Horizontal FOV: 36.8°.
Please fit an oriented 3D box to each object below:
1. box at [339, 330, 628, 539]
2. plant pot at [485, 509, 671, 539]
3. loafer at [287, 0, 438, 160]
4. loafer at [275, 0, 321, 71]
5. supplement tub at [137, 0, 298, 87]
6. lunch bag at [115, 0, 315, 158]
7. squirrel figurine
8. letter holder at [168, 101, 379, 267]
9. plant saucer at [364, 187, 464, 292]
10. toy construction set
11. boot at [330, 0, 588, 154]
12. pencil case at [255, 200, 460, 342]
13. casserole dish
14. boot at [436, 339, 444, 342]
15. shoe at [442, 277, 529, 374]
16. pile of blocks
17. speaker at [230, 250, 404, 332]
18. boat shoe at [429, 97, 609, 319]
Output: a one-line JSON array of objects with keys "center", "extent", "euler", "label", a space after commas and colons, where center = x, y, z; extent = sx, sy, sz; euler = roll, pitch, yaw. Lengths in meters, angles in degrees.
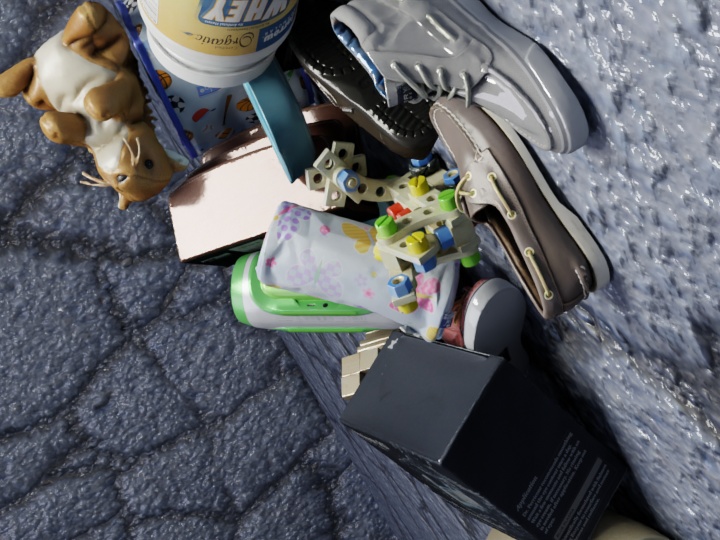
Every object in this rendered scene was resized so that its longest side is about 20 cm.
[{"center": [0.117, 0.171, 1.073], "extent": [0.200, 0.118, 0.196], "euler": [40, 165, -25], "label": "box"}, {"center": [0.242, 0.318, 1.083], "extent": [0.188, 0.187, 0.200], "euler": [56, 155, 1], "label": "plant pot"}, {"center": [-0.001, -0.166, 0.984], "extent": [0.200, 0.073, 0.072], "euler": [52, 167, 27], "label": "loafer"}, {"center": [-0.075, -0.269, 1.047], "extent": [0.072, 0.063, 0.201], "euler": [52, 168, 33], "label": "loafer"}, {"center": [-0.117, -0.267, 0.918], "extent": [0.145, 0.144, 0.201], "euler": [53, 153, 18], "label": "supplement tub"}, {"center": [-0.153, -0.233, 1.202], "extent": [0.124, 0.169, 0.201], "euler": [-118, 4, -45], "label": "lunch bag"}, {"center": [-0.261, -0.165, 1.153], "extent": [0.187, 0.141, 0.200], "euler": [54, -171, -7], "label": "squirrel figurine"}, {"center": [-0.100, -0.101, 1.156], "extent": [0.100, 0.198, 0.144], "euler": [5, -110, -67], "label": "letter holder"}, {"center": [0.062, -0.021, 1.223], "extent": [0.201, 0.036, 0.200], "euler": [54, 168, 16], "label": "plant saucer"}, {"center": [0.037, -0.052, 0.986], "extent": [0.200, 0.130, 0.093], "euler": [47, 165, 43], "label": "toy construction set"}, {"center": [0.061, -0.132, 0.746], "extent": [0.200, 0.095, 0.074], "euler": [51, 168, 31], "label": "boot"}, {"center": [0.000, 0.000, 1.044], "extent": [0.198, 0.083, 0.091], "euler": [19, 129, 5], "label": "pencil case"}, {"center": [-0.092, -0.178, 1.055], "extent": [0.121, 0.038, 0.201], "euler": [74, 170, -65], "label": "casserole dish"}, {"center": [0.129, 0.150, 1.321], "extent": [0.200, 0.069, 0.175], "euler": [43, 162, 45], "label": "boot"}, {"center": [0.115, 0.049, 1.088], "extent": [0.091, 0.071, 0.201], "euler": [44, 169, 30], "label": "shoe"}, {"center": [0.042, 0.092, 1.206], "extent": [0.083, 0.062, 0.200], "euler": [64, -152, -17], "label": "pile of blocks"}, {"center": [-0.032, 0.020, 1.143], "extent": [0.088, 0.198, 0.090], "euler": [-1, -90, -74], "label": "speaker"}, {"center": [0.111, -0.056, 0.841], "extent": [0.201, 0.059, 0.072], "euler": [55, 170, 11], "label": "boat shoe"}]
